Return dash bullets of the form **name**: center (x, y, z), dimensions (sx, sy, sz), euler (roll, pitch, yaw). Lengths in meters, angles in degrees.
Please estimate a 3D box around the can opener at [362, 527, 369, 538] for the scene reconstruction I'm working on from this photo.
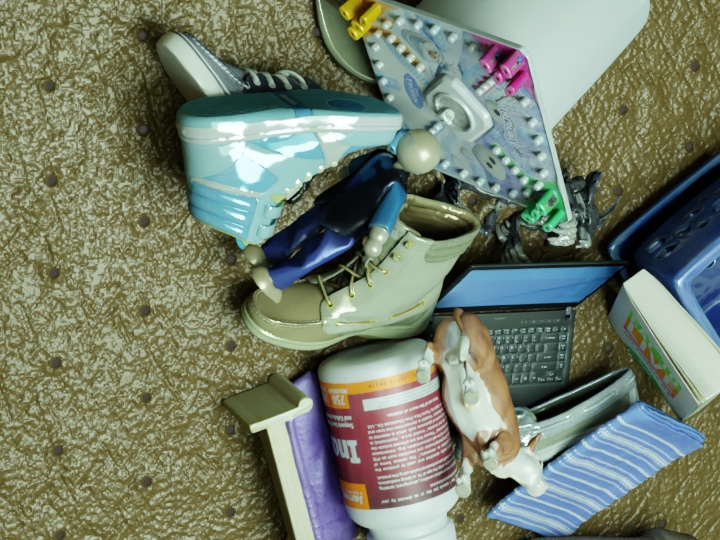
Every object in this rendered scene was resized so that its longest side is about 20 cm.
- **can opener**: center (0.006, 0.299, 1.643), dimensions (0.067, 0.053, 0.200), euler (34, 89, 5)

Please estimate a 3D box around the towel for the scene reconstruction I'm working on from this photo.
- **towel**: center (0.239, 0.206, 1.654), dimensions (0.200, 0.024, 0.145), euler (-40, 144, 19)

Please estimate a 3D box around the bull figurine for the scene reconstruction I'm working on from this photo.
- **bull figurine**: center (0.113, 0.136, 1.526), dimensions (0.065, 0.121, 0.200), euler (-19, 103, 22)

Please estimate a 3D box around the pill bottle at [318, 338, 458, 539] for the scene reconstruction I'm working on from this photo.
- **pill bottle**: center (0.032, 0.173, 1.560), dimensions (0.113, 0.113, 0.201), euler (-14, 97, -20)

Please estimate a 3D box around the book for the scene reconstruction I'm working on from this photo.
- **book**: center (0.297, 0.074, 1.597), dimensions (0.048, 0.200, 0.134), euler (-35, 78, -2)

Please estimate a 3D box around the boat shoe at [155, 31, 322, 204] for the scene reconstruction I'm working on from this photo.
- **boat shoe**: center (-0.093, -0.158, 1.466), dimensions (0.093, 0.075, 0.200), euler (-46, 125, -12)

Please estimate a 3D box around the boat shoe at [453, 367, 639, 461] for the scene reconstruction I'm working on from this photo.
- **boat shoe**: center (0.186, 0.149, 1.641), dimensions (0.201, 0.074, 0.065), euler (-12, 99, -12)

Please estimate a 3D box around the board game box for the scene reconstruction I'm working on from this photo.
- **board game box**: center (0.080, -0.135, 1.415), dimensions (0.026, 0.200, 0.200), euler (-45, 139, -23)

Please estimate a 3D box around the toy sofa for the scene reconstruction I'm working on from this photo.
- **toy sofa**: center (-0.053, 0.202, 1.565), dimensions (0.097, 0.083, 0.201), euler (-19, 110, -17)

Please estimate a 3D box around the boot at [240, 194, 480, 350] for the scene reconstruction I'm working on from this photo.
- **boot**: center (0.000, 0.000, 1.501), dimensions (0.200, 0.072, 0.155), euler (-2, 143, -28)

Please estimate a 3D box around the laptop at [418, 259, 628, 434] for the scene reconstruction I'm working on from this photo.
- **laptop**: center (0.155, 0.078, 1.613), dimensions (0.177, 0.103, 0.201), euler (-1, 104, -23)

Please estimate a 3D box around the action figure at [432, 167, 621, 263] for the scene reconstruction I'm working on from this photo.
- **action figure**: center (0.163, -0.047, 1.579), dimensions (0.199, 0.102, 0.119), euler (9, 145, -21)

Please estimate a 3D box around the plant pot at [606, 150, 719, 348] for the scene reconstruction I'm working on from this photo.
- **plant pot**: center (0.379, 0.003, 1.649), dimensions (0.200, 0.180, 0.200), euler (-39, 115, -11)

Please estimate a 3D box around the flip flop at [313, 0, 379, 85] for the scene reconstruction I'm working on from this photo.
- **flip flop**: center (-0.002, -0.261, 1.481), dimensions (0.081, 0.058, 0.200), euler (-21, 111, -18)

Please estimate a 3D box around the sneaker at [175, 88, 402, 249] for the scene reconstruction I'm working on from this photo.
- **sneaker**: center (-0.062, -0.085, 1.423), dimensions (0.199, 0.080, 0.131), euler (-4, 112, -17)

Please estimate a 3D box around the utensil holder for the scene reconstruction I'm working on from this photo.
- **utensil holder**: center (0.141, -0.210, 1.477), dimensions (0.200, 0.170, 0.170), euler (-45, 117, -23)

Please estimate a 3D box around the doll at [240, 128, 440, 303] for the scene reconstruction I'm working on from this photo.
- **doll**: center (-0.009, -0.051, 1.445), dimensions (0.200, 0.137, 0.048), euler (-38, 124, 8)

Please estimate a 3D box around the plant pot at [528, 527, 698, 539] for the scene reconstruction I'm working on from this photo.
- **plant pot**: center (0.243, 0.352, 1.689), dimensions (0.174, 0.200, 0.201), euler (14, 98, -9)
